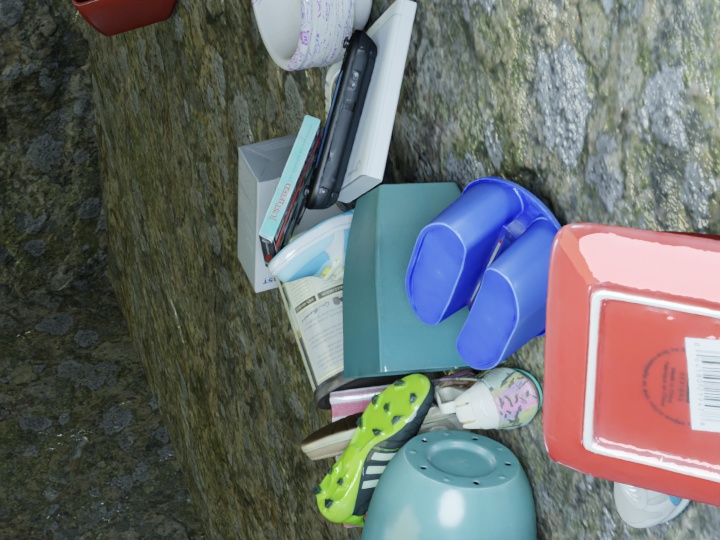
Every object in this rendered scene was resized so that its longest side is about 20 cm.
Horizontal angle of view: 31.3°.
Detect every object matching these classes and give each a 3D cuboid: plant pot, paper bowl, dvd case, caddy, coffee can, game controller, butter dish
[{"bbox_3d":[0.060,0.010,1.396,0.141,0.141,0.200,157,109,-71],"label":"plant pot"},{"bbox_3d":[-0.445,-0.554,2.405,0.176,0.200,0.200,89,162,-69],"label":"plant pot"},{"bbox_3d":[-0.055,-0.341,1.514,0.201,0.104,0.201,169,90,-70],"label":"paper bowl"},{"bbox_3d":[-0.079,-0.084,1.479,0.200,0.022,0.146,95,-164,-81],"label":"dvd case"},{"bbox_3d":[0.128,0.000,1.234,0.141,0.105,0.200,44,150,18],"label":"caddy"},{"bbox_3d":[-0.017,0.056,1.625,0.146,0.146,0.200,119,134,-64],"label":"coffee can"},{"bbox_3d":[0.099,0.270,1.381,0.201,0.200,0.161,-135,46,-57],"label":"plant pot"},{"bbox_3d":[-0.027,-0.163,1.411,0.104,0.042,0.200,-160,86,-76],"label":"game controller"},{"bbox_3d":[0.240,0.048,0.891,0.199,0.148,0.200,11,119,25],"label":"butter dish"}]

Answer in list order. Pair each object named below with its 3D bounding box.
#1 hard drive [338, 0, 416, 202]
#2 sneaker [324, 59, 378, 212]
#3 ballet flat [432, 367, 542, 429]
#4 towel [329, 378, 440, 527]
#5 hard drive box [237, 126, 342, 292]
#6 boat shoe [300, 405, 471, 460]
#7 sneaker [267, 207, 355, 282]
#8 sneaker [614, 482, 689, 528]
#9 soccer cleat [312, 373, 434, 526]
[{"bbox_3d":[0.013,-0.184,1.417,0.132,0.027,0.200,155,128,-71],"label":"hard drive"},{"bbox_3d":[-0.005,-0.151,1.554,0.087,0.074,0.200,-127,34,-63],"label":"sneaker"},{"bbox_3d":[0.125,0.141,1.389,0.200,0.071,0.069,173,82,-71],"label":"ballet flat"},{"bbox_3d":[0.041,0.225,1.585,0.030,0.146,0.200,-103,7,-66],"label":"towel"},{"bbox_3d":[-0.077,-0.081,1.691,0.200,0.156,0.077,95,153,-46],"label":"hard drive box"},{"bbox_3d":[0.031,0.199,1.512,0.072,0.200,0.065,-115,11,-83],"label":"boat shoe"},{"bbox_3d":[0.000,0.000,1.478,0.131,0.200,0.080,60,149,8],"label":"sneaker"},{"bbox_3d":[0.235,0.150,1.059,0.200,0.081,0.077,96,152,-48],"label":"sneaker"},{"bbox_3d":[0.026,0.202,1.452,0.200,0.081,0.068,-54,40,10],"label":"soccer cleat"}]
